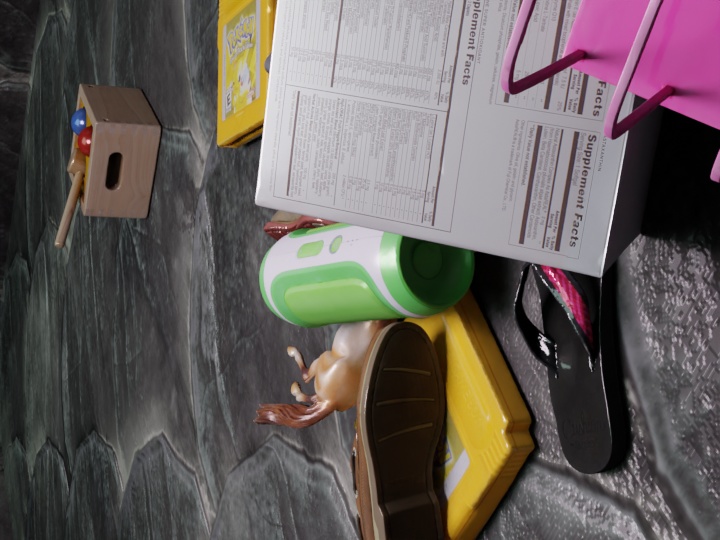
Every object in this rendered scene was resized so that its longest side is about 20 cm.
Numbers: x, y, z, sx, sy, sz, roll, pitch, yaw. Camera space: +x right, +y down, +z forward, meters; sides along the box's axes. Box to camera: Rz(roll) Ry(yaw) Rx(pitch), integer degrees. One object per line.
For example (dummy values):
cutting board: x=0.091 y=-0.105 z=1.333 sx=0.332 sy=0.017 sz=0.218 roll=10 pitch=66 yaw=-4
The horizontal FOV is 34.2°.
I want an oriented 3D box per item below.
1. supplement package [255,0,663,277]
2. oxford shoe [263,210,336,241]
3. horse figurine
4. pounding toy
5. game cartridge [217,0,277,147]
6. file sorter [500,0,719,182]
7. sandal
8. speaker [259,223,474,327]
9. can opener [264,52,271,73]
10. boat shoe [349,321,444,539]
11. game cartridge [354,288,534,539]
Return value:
supplement package: x=0.066 y=-0.100 z=0.674 sx=0.152 sy=0.199 sz=0.152 roll=-26 pitch=-54 yaw=-67
oxford shoe: x=-0.036 y=-0.056 z=1.131 sx=0.075 sy=0.070 sz=0.200 roll=-65 pitch=20 yaw=-13
horse figurine: x=-0.013 y=0.062 z=1.022 sx=0.201 sy=0.050 sz=0.132 roll=-60 pitch=28 yaw=-7
pounding toy: x=-0.405 y=-0.162 z=1.820 sx=0.184 sy=0.141 sz=0.201 roll=-125 pitch=44 yaw=-53
game cartridge: x=-0.125 y=-0.254 z=1.329 sx=0.176 sy=0.032 sz=0.202 roll=168 pitch=101 yaw=-64
file sorter: x=0.175 y=-0.100 z=0.463 sx=0.199 sy=0.125 sz=0.140 roll=27 pitch=120 yaw=18
sandal: x=0.130 y=0.031 z=0.763 sx=0.075 sy=0.045 sz=0.201 roll=144 pitch=123 yaw=-60
speaker: x=0.000 y=0.000 z=0.918 sx=0.200 sy=0.088 sz=0.089 roll=-9 pitch=81 yaw=56
can opener: x=-0.032 y=-0.196 z=1.142 sx=0.067 sy=0.053 sz=0.200 roll=-53 pitch=30 yaw=1
boat shoe: x=0.019 y=0.140 z=0.900 sx=0.068 sy=0.072 sz=0.202 roll=-5 pitch=84 yaw=63
game cartridge: x=0.060 y=0.125 z=0.930 sx=0.177 sy=0.032 sz=0.201 roll=-112 pitch=33 yaw=-41
